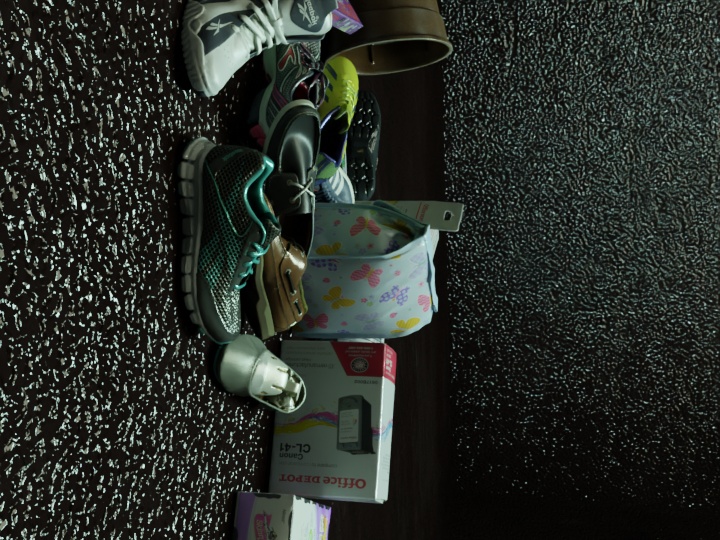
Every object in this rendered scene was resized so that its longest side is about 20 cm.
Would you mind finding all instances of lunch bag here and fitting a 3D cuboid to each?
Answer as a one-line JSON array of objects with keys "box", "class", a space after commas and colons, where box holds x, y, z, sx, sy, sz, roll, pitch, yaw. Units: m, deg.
[{"box": [0.000, 0.000, 1.128, 0.170, 0.199, 0.127, 78, 18, -46], "class": "lunch bag"}]

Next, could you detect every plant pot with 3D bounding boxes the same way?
[{"box": [0.034, -0.426, 1.311, 0.200, 0.200, 0.199, -3, 88, -78], "class": "plant pot"}]

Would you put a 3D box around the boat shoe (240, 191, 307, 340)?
[{"box": [-0.097, -0.014, 0.919, 0.072, 0.068, 0.200, 52, -26, 38], "class": "boat shoe"}]

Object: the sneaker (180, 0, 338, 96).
[{"box": [-0.091, -0.246, 0.830, 0.199, 0.129, 0.080, -76, 162, -46], "class": "sneaker"}]

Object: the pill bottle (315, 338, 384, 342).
[{"box": [-0.019, 0.131, 1.282, 0.106, 0.106, 0.201, 67, 27, -63], "class": "pill bottle"}]

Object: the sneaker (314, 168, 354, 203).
[{"box": [-0.063, -0.119, 1.137, 0.200, 0.075, 0.085, 66, 24, -43], "class": "sneaker"}]

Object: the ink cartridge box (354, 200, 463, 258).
[{"box": [0.052, -0.054, 1.265, 0.117, 0.199, 0.068, -66, 154, -61], "class": "ink cartridge box"}]

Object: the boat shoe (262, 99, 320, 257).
[{"box": [-0.071, -0.092, 0.942, 0.072, 0.068, 0.200, -13, 132, -35], "class": "boat shoe"}]

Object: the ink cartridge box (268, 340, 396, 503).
[{"box": [-0.034, 0.196, 1.108, 0.086, 0.147, 0.201, 58, 34, -69], "class": "ink cartridge box"}]

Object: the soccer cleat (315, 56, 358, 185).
[{"box": [-0.030, -0.191, 1.043, 0.065, 0.084, 0.201, 31, 56, -24], "class": "soccer cleat"}]

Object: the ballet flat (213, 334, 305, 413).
[{"box": [-0.103, 0.119, 0.956, 0.200, 0.064, 0.068, 60, 46, -69], "class": "ballet flat"}]

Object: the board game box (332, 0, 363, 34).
[{"box": [-0.055, -0.379, 1.118, 0.120, 0.032, 0.200, 64, 15, -4], "class": "board game box"}]

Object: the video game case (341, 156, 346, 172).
[{"box": [-0.050, -0.136, 1.315, 0.182, 0.022, 0.201, -51, 139, -72], "class": "video game case"}]

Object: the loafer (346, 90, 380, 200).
[{"box": [-0.002, -0.210, 1.453, 0.070, 0.068, 0.201, 119, -26, -73], "class": "loafer"}]

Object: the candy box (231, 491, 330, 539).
[{"box": [-0.096, 0.359, 1.012, 0.200, 0.071, 0.168, 63, 30, -68], "class": "candy box"}]

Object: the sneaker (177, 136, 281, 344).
[{"box": [-0.120, -0.026, 0.805, 0.078, 0.091, 0.201, -48, 138, -71], "class": "sneaker"}]

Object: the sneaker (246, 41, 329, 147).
[{"box": [-0.070, -0.227, 1.003, 0.081, 0.075, 0.201, 33, 51, -38], "class": "sneaker"}]
